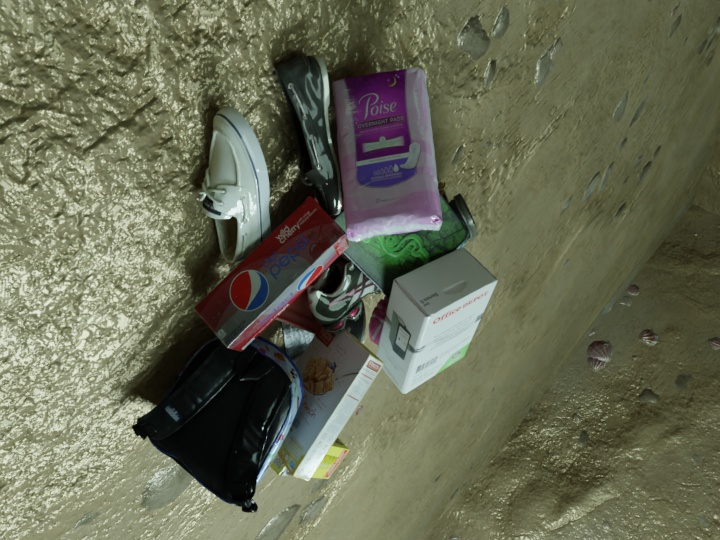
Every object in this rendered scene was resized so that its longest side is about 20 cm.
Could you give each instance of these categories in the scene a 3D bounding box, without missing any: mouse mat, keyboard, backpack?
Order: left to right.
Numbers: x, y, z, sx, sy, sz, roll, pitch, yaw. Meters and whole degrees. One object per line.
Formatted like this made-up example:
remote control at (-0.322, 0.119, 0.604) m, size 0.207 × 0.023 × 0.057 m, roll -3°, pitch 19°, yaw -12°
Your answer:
backpack at (-0.170, 0.186, 0.762) m, size 0.192 × 0.198 × 0.154 m, roll -56°, pitch 180°, yaw 8°
keyboard at (-0.105, 0.088, 0.915) m, size 0.056 × 0.011 × 0.202 m, roll -33°, pitch 142°, yaw -30°
mouse mat at (0.059, -0.053, 0.794) m, size 0.161 × 0.008 × 0.200 m, roll -44°, pitch 128°, yaw 3°

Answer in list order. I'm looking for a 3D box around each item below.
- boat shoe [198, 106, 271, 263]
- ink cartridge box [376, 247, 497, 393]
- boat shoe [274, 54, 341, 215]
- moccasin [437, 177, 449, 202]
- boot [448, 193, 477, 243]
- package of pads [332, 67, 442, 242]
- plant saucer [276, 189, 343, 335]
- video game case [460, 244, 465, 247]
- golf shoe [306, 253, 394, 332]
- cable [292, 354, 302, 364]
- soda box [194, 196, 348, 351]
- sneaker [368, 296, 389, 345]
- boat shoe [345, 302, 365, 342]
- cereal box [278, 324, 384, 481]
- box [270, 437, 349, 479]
boat shoe at (-0.152, -0.088, 0.644) m, size 0.069 × 0.071 × 0.202 m, roll -36°, pitch 150°, yaw -30°
ink cartridge box at (0.114, 0.080, 0.872) m, size 0.144 × 0.084 × 0.202 m, roll -24°, pitch 145°, yaw -29°
boat shoe at (-0.065, -0.159, 0.685) m, size 0.056 × 0.067 × 0.203 m, roll -17°, pitch 122°, yaw -18°
moccasin at (0.112, -0.129, 0.935) m, size 0.074 × 0.077 × 0.202 m, roll -48°, pitch 147°, yaw -8°
boot at (0.094, -0.040, 0.923) m, size 0.197 × 0.074 × 0.182 m, roll -22°, pitch 162°, yaw 5°
package of pads at (0.034, -0.141, 0.690) m, size 0.076 × 0.118 × 0.204 m, roll 40°, pitch 44°, yaw -77°
plant saucer at (-0.064, -0.012, 0.838) m, size 0.202 × 0.036 × 0.199 m, roll -61°, pitch 148°, yaw -2°
video game case at (0.174, 0.014, 1.119) m, size 0.184 × 0.022 × 0.201 m, roll 94°, pitch 21°, yaw -47°
golf shoe at (0.000, 0.000, 0.838) m, size 0.200 × 0.077 × 0.089 m, roll -49°, pitch 140°, yaw -20°
cable at (-0.123, 0.245, 0.975) m, size 0.198 × 0.069 × 0.203 m, roll -10°, pitch 129°, yaw -48°
soda box at (-0.107, 0.006, 0.696) m, size 0.200 × 0.070 × 0.063 m, roll -44°, pitch 167°, yaw -5°
sneaker at (0.074, 0.074, 1.010) m, size 0.201 × 0.073 × 0.088 m, roll -53°, pitch 163°, yaw -39°
boat shoe at (-0.033, 0.130, 0.930) m, size 0.056 × 0.203 × 0.067 m, roll 20°, pitch 147°, yaw -19°
cereal box at (-0.063, 0.185, 0.830) m, size 0.039 × 0.143 × 0.202 m, roll 34°, pitch 88°, yaw -35°
box at (-0.092, 0.323, 0.980) m, size 0.076 × 0.050 × 0.200 m, roll -51°, pitch 151°, yaw -5°
